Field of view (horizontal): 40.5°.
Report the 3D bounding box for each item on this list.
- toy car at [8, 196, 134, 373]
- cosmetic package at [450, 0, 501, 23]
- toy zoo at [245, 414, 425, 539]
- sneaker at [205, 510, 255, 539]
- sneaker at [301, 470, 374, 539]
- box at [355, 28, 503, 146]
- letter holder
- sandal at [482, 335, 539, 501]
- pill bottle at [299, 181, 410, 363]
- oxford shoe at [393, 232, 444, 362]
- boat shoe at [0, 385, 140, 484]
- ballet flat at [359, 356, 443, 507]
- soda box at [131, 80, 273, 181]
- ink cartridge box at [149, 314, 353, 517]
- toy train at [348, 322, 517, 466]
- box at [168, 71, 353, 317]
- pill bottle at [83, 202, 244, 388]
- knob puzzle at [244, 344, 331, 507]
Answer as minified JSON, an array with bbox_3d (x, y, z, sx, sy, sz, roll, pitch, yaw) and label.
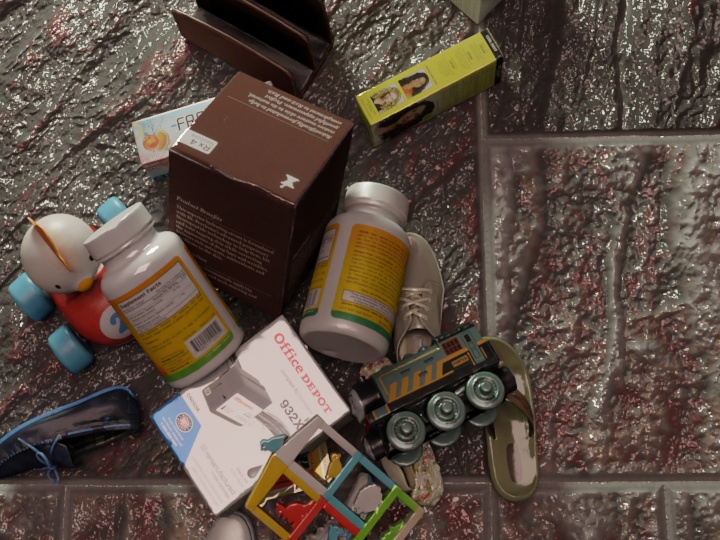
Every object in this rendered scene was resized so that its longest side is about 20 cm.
[{"bbox_3d":[-0.348,0.001,1.199,0.184,0.200,0.177,-40,77,-6],"label":"toy car"},{"bbox_3d":[0.128,-0.453,1.340,0.113,0.081,0.200,-43,77,-7],"label":"cosmetic package"},{"bbox_3d":[-0.039,0.260,1.114,0.199,0.020,0.132,41,84,-5],"label":"toy zoo"},{"bbox_3d":[-0.173,0.388,1.160,0.072,0.071,0.204,12,78,7],"label":"sneaker"},{"bbox_3d":[-0.042,0.331,1.168,0.085,0.075,0.203,19,78,14],"label":"sneaker"},{"bbox_3d":[0.092,-0.241,1.294,0.198,0.075,0.051,-29,74,-2],"label":"box"},{"bbox_3d":[-0.147,-0.338,1.297,0.198,0.142,0.102,30,80,10],"label":"letter holder"},{"bbox_3d":[0.181,0.177,1.195,0.078,0.057,0.205,-12,76,0],"label":"sandal"},{"bbox_3d":[0.000,0.000,1.199,0.110,0.113,0.204,11,68,6],"label":"pill bottle"},{"bbox_3d":[0.070,0.047,1.235,0.074,0.058,0.204,-4,74,7],"label":"oxford shoe"},{"bbox_3d":[-0.368,0.212,1.208,0.197,0.084,0.069,-29,65,-1],"label":"boat shoe"},{"bbox_3d":[0.041,0.194,1.189,0.063,0.075,0.203,-12,70,-43],"label":"ballet flat"},{"bbox_3d":[-0.198,-0.185,1.301,0.196,0.068,0.065,-16,75,-1],"label":"soda box"},{"bbox_3d":[-0.127,0.175,1.170,0.199,0.084,0.146,-36,78,-7],"label":"ink cartridge box"},{"bbox_3d":[0.083,0.145,1.145,0.197,0.086,0.115,-24,64,-11],"label":"toy train"},{"bbox_3d":[-0.123,-0.089,1.180,0.164,0.202,0.165,25,49,9],"label":"box"},{"bbox_3d":[-0.233,0.027,1.147,0.110,0.111,0.202,-34,105,-5],"label":"pill bottle"},{"bbox_3d":[-0.146,0.198,1.226,0.215,0.030,0.224,-1,77,3],"label":"knob puzzle"}]
